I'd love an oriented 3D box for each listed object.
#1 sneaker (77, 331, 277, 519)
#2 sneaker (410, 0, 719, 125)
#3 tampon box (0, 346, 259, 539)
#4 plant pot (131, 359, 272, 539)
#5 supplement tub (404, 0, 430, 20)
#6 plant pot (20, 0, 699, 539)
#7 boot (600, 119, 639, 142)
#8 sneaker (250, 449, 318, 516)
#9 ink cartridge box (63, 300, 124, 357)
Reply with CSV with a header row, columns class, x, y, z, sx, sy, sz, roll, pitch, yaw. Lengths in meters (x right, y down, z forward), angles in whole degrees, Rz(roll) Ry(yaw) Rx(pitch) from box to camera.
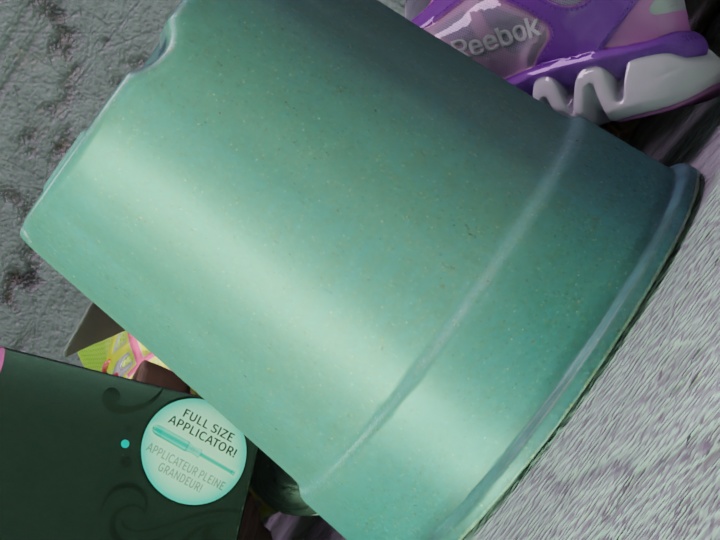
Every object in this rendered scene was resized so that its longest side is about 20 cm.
class,x,y,z,sx,sy,sz,roll,pitch,yaw
sneaker,-0.102,0.075,1.495,0.090,0.078,0.200,-33,36,-21
sneaker,0.053,-0.097,1.194,0.200,0.089,0.080,-9,7,32
tampon box,-0.138,0.138,1.184,0.126,0.150,0.200,154,129,-79
plant pot,-0.102,0.150,1.355,0.201,0.093,0.201,-157,90,-84
supplement tub,0.100,-0.180,1.476,0.123,0.122,0.200,-57,-8,-36
plant pot,-0.008,-0.016,1.094,0.200,0.196,0.200,-52,4,6
boot,0.074,-0.044,1.363,0.200,0.075,0.107,-124,55,-83
sneaker,0.029,0.031,1.243,0.200,0.074,0.085,-46,-3,-10
ink cartridge box,-0.052,-0.025,1.405,0.115,0.068,0.200,-26,-28,-58
